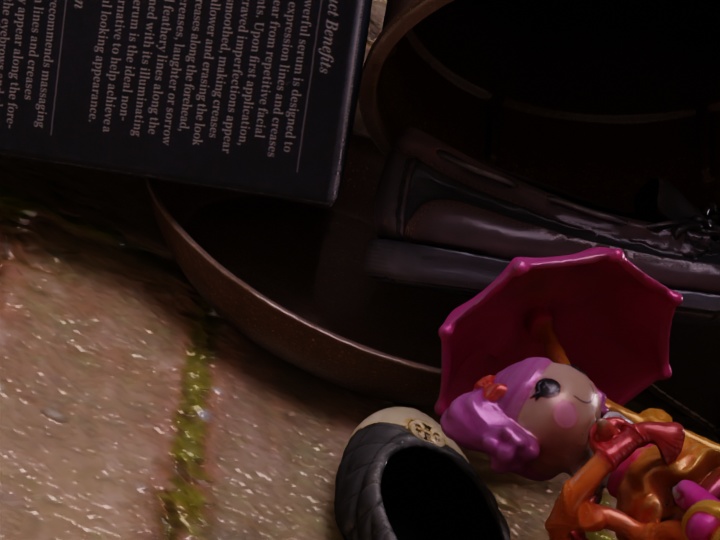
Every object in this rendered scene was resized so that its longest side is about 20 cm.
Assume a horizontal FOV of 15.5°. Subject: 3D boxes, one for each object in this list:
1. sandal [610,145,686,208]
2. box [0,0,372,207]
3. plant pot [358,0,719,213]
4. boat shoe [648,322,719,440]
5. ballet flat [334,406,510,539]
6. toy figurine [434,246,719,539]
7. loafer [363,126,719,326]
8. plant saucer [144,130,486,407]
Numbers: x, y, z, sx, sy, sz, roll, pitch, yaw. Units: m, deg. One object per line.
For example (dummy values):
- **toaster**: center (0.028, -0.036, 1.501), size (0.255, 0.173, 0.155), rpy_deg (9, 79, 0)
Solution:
- **sandal**: center (0.119, -0.084, 1.177), size (0.080, 0.054, 0.200), rpy_deg (25, 24, -34)
- **box**: center (-0.096, -0.108, 1.051), size (0.200, 0.107, 0.148), rpy_deg (9, 18, -1)
- **plant pot**: center (0.102, -0.147, 1.054), size (0.200, 0.200, 0.198), rpy_deg (14, 58, -21)
- **boat shoe**: center (0.189, 0.055, 1.097), size (0.200, 0.072, 0.072), rpy_deg (22, 26, -5)
- **ballet flat**: center (0.033, 0.094, 0.888), size (0.066, 0.057, 0.200), rpy_deg (17, 20, -15)
- **toy figurine**: center (0.101, 0.068, 0.925), size (0.184, 0.150, 0.200), rpy_deg (28, 30, 23)
- **loafer**: center (0.102, -0.014, 1.033), size (0.200, 0.063, 0.072), rpy_deg (7, -2, -14)
- **plant saucer**: center (0.000, 0.000, 1.078), size (0.200, 0.037, 0.200), rpy_deg (21, 25, -10)
